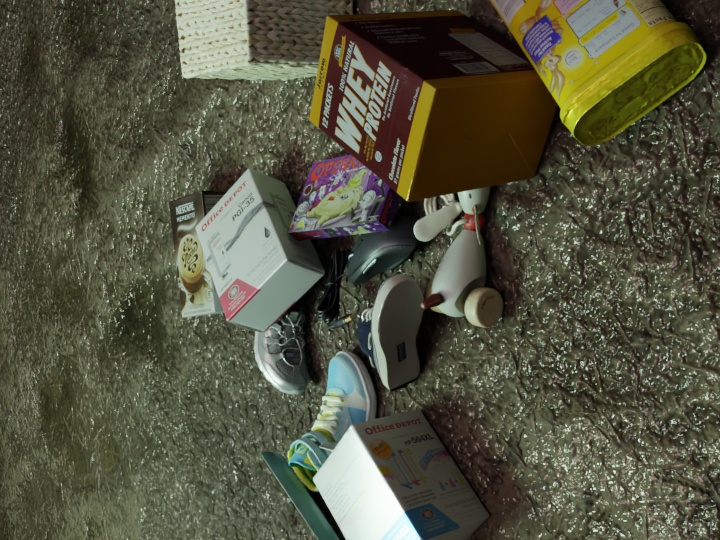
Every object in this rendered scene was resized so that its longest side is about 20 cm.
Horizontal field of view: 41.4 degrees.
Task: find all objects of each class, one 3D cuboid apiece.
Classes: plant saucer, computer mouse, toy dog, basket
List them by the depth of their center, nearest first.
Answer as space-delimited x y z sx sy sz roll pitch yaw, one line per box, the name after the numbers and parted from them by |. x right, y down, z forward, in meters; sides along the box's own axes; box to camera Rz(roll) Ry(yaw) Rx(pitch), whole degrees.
0.111 -0.024 1.166 0.132 0.096 0.200 -20 79 48 | toy dog
0.000 0.000 1.292 0.200 0.046 0.141 -24 45 48 | computer mouse
-0.137 -0.358 1.350 0.198 0.200 0.161 5 99 49 | basket
-0.081 0.345 1.400 0.200 0.027 0.200 52 168 15 | plant saucer

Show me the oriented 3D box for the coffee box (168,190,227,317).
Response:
-0.252 -0.027 1.601 0.113 0.080 0.200 -11 85 50 | coffee box

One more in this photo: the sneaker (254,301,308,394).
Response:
-0.120 0.091 1.460 0.082 0.075 0.200 -37 65 46 | sneaker

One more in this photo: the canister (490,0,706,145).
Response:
0.238 -0.252 0.987 0.148 0.087 0.200 -36 62 21 | canister

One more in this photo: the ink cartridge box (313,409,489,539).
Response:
0.043 0.285 1.247 0.200 0.128 0.125 56 131 30 | ink cartridge box

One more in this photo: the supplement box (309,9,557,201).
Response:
0.083 -0.197 1.094 0.200 0.197 0.133 44 134 39 | supplement box

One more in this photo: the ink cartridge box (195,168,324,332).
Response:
-0.157 -0.031 1.440 0.147 0.083 0.200 -44 50 22 | ink cartridge box

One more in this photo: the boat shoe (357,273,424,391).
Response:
0.029 0.064 1.249 0.093 0.075 0.200 48 150 40 | boat shoe

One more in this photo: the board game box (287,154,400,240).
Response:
-0.016 -0.106 1.322 0.200 0.032 0.120 -5 57 49 | board game box

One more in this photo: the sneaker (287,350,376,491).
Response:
-0.045 0.217 1.343 0.079 0.130 0.200 -11 85 51 | sneaker
